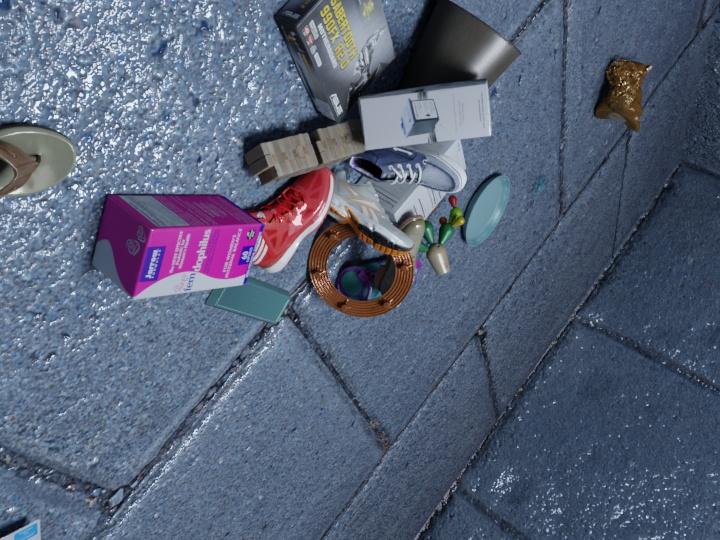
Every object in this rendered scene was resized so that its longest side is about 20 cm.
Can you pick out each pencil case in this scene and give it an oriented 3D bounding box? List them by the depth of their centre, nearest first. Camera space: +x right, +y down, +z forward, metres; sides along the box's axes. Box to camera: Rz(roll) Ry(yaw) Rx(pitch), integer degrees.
[{"bbox_3d":[0.042,0.017,1.436,0.092,0.086,0.199,-34,170,37],"label":"pencil case"}]

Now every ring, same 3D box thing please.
[{"bbox_3d":[0.000,0.000,1.257,0.019,0.198,0.202,-71,178,-66],"label":"ring"}]

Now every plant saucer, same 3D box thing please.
[{"bbox_3d":[-0.187,0.051,1.180,0.070,0.019,0.200,-60,150,1],"label":"plant saucer"},{"bbox_3d":[0.325,-0.159,1.775,0.200,0.027,0.201,-37,145,-32],"label":"plant saucer"}]

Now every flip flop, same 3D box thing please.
[{"bbox_3d":[-0.381,-0.104,0.686,0.199,0.057,0.082,-11,126,-53],"label":"flip flop"}]

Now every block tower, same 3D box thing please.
[{"bbox_3d":[-0.080,-0.184,1.054,0.199,0.058,0.055,-24,96,-39],"label":"block tower"}]

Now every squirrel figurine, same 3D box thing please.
[{"bbox_3d":[0.807,-0.555,2.050,0.188,0.141,0.200,-64,154,-3],"label":"squirrel figurine"}]

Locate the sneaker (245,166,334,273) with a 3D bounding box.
[{"bbox_3d":[-0.123,-0.093,1.084,0.201,0.078,0.115,-61,153,2],"label":"sneaker"}]

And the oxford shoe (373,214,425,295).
[{"bbox_3d":[0.087,-0.016,1.284,0.070,0.074,0.201,-12,140,-29],"label":"oxford shoe"}]

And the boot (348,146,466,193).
[{"bbox_3d":[0.080,-0.172,1.188,0.090,0.199,0.073,-48,154,-42],"label":"boot"}]

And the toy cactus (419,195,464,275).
[{"bbox_3d":[0.159,-0.074,1.476,0.199,0.102,0.166,-24,93,-37],"label":"toy cactus"}]

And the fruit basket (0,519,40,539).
[{"bbox_3d":[-0.536,0.479,0.964,0.184,0.093,0.202,-18,128,-50],"label":"fruit basket"}]

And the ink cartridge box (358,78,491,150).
[{"bbox_3d":[0.108,-0.254,1.096,0.147,0.198,0.087,-59,141,-70],"label":"ink cartridge box"}]

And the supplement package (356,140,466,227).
[{"bbox_3d":[0.096,-0.177,1.308,0.200,0.113,0.110,-50,151,-11],"label":"supplement package"}]

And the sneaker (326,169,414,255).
[{"bbox_3d":[0.016,-0.106,1.182,0.092,0.199,0.076,-58,-178,-18],"label":"sneaker"}]

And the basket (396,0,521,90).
[{"bbox_3d":[0.154,-0.346,1.204,0.201,0.180,0.136,-56,163,15],"label":"basket"}]

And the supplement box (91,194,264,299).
[{"bbox_3d":[-0.243,-0.037,0.923,0.199,0.103,0.102,-8,125,-53],"label":"supplement box"}]

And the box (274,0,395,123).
[{"bbox_3d":[-0.030,-0.347,1.017,0.159,0.048,0.200,-50,150,-14],"label":"box"}]
